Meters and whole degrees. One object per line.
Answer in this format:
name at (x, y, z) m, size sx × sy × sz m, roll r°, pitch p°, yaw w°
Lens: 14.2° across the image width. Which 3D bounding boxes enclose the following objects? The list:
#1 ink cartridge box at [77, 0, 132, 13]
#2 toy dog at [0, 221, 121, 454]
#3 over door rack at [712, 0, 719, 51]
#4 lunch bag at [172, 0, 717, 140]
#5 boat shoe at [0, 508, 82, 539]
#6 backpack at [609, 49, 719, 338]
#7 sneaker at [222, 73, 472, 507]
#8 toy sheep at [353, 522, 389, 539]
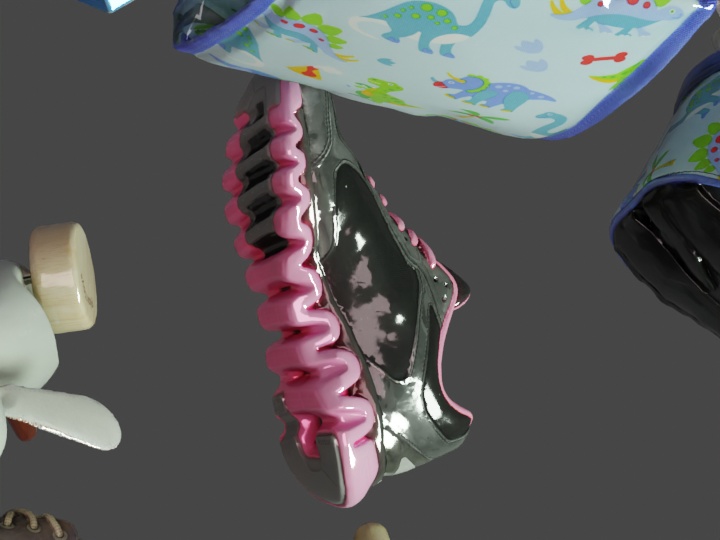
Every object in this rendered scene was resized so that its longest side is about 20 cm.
ink cartridge box at (-0.134, -0.213, 1.143) m, size 0.067 × 0.116 × 0.201 m, roll -32°, pitch 120°, yaw -21°
toy dog at (-0.164, 0.057, 1.240) m, size 0.131 × 0.200 × 0.097 m, roll -5°, pitch 113°, yaw 23°
over door rack at (0.190, -0.197, 1.243) m, size 0.147 × 0.067 × 0.200 m, roll -31°, pitch 130°, yaw -3°
lunch bag at (0.031, -0.126, 1.181) m, size 0.169 × 0.200 × 0.128 m, roll 14°, pitch 60°, yaw -17°
boat shoe at (-0.154, 0.141, 1.295) m, size 0.073 × 0.074 × 0.200 m, roll -46°, pitch 103°, yaw -8°
backpack at (0.219, -0.019, 1.237) m, size 0.199 × 0.183 × 0.147 m, roll 31°, pitch 70°, yaw -6°
sneaker at (0.000, 0.000, 1.292) m, size 0.095 × 0.079 × 0.201 m, roll -13°, pitch 95°, yaw -23°
toy sheep at (0.005, 0.200, 1.256) m, size 0.137 × 0.200 × 0.139 m, roll -8°, pitch 54°, yaw 12°
